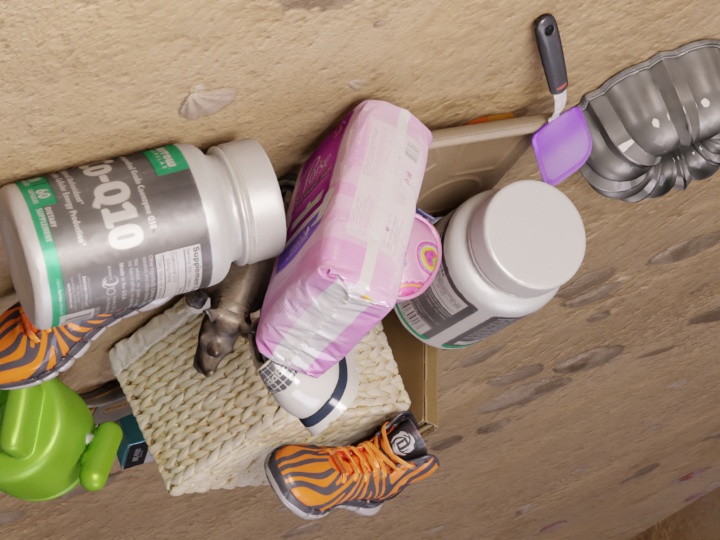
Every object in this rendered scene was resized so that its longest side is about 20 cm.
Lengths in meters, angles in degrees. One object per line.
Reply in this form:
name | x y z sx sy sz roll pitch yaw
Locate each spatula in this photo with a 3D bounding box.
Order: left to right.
spatula | 0.163 -0.143 1.585 0.056 0.021 0.200 -34 148 -12

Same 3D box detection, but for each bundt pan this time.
bundt pan | 0.284 -0.127 1.749 0.201 0.076 0.202 -19 160 -7

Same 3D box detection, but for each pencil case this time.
pencil case | 0.000 0.000 1.679 0.087 0.088 0.200 -14 173 -22

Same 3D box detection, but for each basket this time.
basket | -0.095 0.104 1.838 0.200 0.161 0.198 -34 159 36

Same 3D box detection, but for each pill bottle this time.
pill bottle | -0.165 -0.033 1.456 0.200 0.113 0.113 -16 160 -18
pill bottle | 0.112 -0.005 1.691 0.113 0.113 0.200 -13 171 -24

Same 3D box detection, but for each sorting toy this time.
sorting toy | 0.054 -0.087 1.679 0.185 0.037 0.200 -11 163 -29

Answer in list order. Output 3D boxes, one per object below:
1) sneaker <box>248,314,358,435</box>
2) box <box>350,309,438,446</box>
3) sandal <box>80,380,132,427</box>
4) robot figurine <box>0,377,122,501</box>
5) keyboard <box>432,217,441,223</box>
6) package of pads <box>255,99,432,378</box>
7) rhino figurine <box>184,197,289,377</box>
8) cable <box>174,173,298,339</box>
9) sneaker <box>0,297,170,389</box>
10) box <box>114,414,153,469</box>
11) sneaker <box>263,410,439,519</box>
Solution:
sneaker | -0.052 0.050 1.565 0.080 0.200 0.076 36 106 -22
box | 0.016 0.107 1.926 0.021 0.200 0.163 30 133 -30
sandal | -0.288 0.163 1.944 0.200 0.055 0.082 -17 161 -14
robot figurine | -0.313 0.151 1.789 0.175 0.116 0.200 4 165 8
keyboard | 0.023 -0.003 1.907 0.200 0.011 0.056 -35 152 34
package of pads | -0.012 -0.027 1.489 0.076 0.200 0.120 30 136 -17
rhino figurine | -0.102 0.010 1.544 0.060 0.200 0.087 28 133 -14
cable | -0.092 -0.001 1.655 0.050 0.097 0.200 -33 175 -43
sneaker | -0.248 0.019 1.565 0.200 0.078 0.112 -34 156 5
box | -0.166 0.152 2.057 0.200 0.049 0.082 -15 160 -19
sneaker | -0.001 0.171 1.768 0.112 0.078 0.200 -36 160 23
